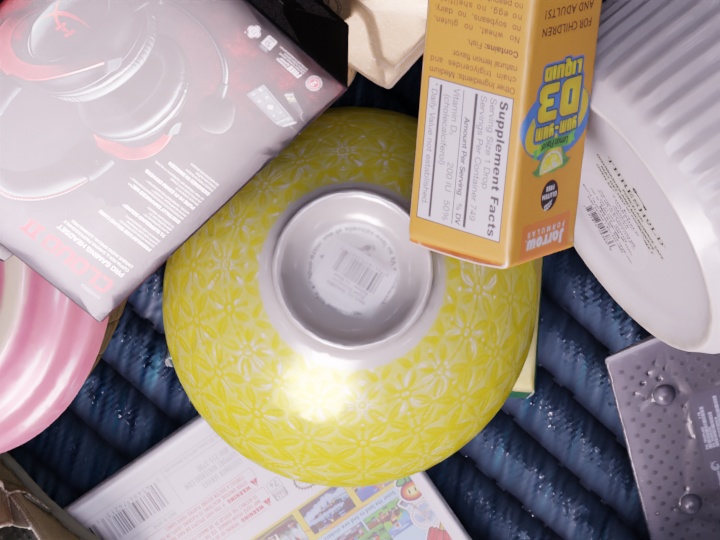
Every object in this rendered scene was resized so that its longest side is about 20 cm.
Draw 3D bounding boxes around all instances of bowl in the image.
[{"bbox_3d":[-0.004,0.007,1.268,0.199,0.108,0.202,0,83,-1],"label":"bowl"}]

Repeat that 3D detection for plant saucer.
[{"bbox_3d":[-0.224,-0.001,1.313,0.199,0.051,0.202,0,89,27],"label":"plant saucer"}]

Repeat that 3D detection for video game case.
[{"bbox_3d":[-0.049,0.162,1.384,0.199,0.023,0.183,-34,94,2],"label":"video game case"}]

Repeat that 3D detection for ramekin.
[{"bbox_3d":[0.169,-0.053,1.263,0.105,0.200,0.201,-33,95,-14],"label":"ramekin"}]

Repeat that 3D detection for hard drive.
[{"bbox_3d":[0.238,0.071,1.353,0.199,0.042,0.136,-16,107,1],"label":"hard drive"}]

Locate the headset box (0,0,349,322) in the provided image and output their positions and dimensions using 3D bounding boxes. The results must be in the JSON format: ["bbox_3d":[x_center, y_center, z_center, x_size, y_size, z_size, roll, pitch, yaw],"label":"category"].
[{"bbox_3d":[-0.125,-0.083,1.195,0.148,0.075,0.200,40,113,-21],"label":"headset box"}]

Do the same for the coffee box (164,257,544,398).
[{"bbox_3d":[0.000,0.000,1.345,0.198,0.044,0.124,6,82,-1],"label":"coffee box"}]

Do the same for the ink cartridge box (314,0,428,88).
[{"bbox_3d":[-0.033,-0.210,1.254,0.199,0.165,0.075,32,130,-15],"label":"ink cartridge box"}]

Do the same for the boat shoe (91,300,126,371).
[{"bbox_3d":[-0.163,-0.006,1.349,0.066,0.072,0.202,37,110,27],"label":"boat shoe"}]

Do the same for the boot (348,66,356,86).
[{"bbox_3d":[-0.105,-0.160,1.260,0.200,0.166,0.072,53,123,22],"label":"boot"}]

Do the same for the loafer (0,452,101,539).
[{"bbox_3d":[-0.203,0.138,1.342,0.199,0.070,0.076,30,95,15],"label":"loafer"}]

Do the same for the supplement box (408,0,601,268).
[{"bbox_3d":[0.071,-0.106,1.181,0.069,0.066,0.201,20,115,34],"label":"supplement box"}]
